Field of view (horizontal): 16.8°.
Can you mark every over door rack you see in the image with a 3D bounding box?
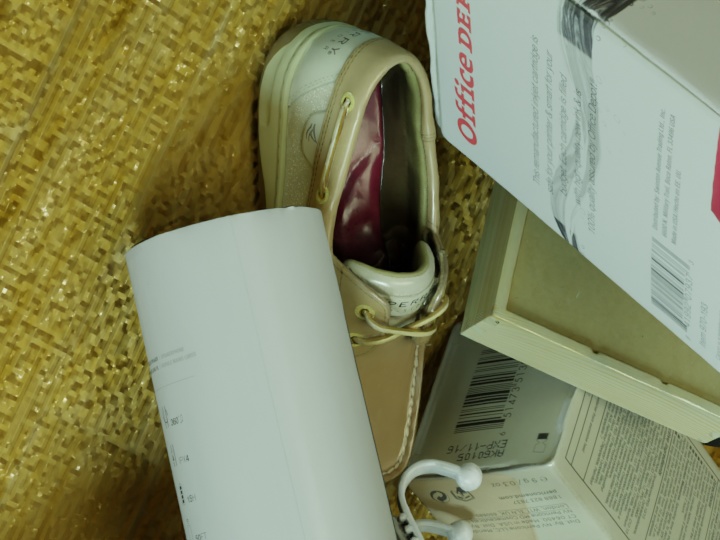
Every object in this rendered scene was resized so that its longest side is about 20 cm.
[{"bbox_3d":[0.060,0.190,0.981,0.067,0.200,0.148,-13,154,-7],"label":"over door rack"}]

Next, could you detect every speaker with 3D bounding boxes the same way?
[{"bbox_3d":[-0.032,0.078,0.930,0.081,0.081,0.200,-7,79,-39],"label":"speaker"}]

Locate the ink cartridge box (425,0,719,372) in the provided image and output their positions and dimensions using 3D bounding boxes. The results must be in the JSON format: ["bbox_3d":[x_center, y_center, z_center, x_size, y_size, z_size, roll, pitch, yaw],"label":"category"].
[{"bbox_3d":[0.120,-0.061,0.909,0.083,0.200,0.145,-35,149,-20],"label":"ink cartridge box"}]

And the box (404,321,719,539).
[{"bbox_3d":[0.110,0.114,1.088,0.200,0.078,0.095,53,43,-34],"label":"box"}]

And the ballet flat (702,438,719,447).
[{"bbox_3d":[0.183,-0.012,1.141,0.073,0.073,0.200,-17,111,-37],"label":"ballet flat"}]

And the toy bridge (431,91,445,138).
[{"bbox_3d":[0.095,-0.027,1.095,0.067,0.027,0.200,-51,127,-23],"label":"toy bridge"}]

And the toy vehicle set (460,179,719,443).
[{"bbox_3d":[0.120,-0.040,1.042,0.124,0.027,0.200,25,61,-19],"label":"toy vehicle set"}]

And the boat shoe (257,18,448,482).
[{"bbox_3d":[0.000,0.000,0.994,0.074,0.066,0.200,-19,111,-36],"label":"boat shoe"}]
